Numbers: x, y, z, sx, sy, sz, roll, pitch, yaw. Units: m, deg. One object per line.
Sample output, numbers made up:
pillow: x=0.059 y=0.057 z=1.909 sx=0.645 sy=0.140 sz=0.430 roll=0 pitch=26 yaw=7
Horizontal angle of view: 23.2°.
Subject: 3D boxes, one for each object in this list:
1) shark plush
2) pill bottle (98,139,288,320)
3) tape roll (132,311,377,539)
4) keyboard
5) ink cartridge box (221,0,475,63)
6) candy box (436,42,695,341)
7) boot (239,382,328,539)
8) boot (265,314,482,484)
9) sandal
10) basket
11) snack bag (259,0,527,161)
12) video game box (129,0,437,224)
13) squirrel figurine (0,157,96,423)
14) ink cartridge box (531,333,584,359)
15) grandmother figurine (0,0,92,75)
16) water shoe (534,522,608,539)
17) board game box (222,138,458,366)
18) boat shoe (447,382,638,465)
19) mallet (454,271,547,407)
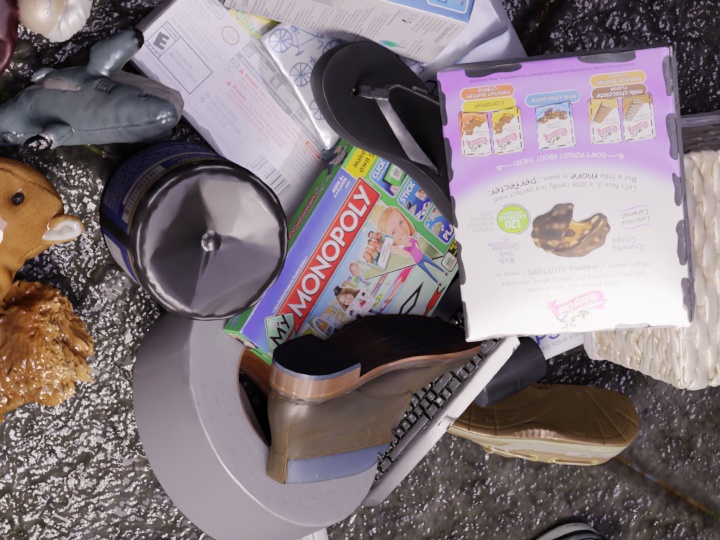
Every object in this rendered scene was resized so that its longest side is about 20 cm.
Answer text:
shark plush: x=-0.225 y=-0.117 z=1.281 sx=0.199 sy=0.083 sz=0.091 roll=-1 pitch=125 yaw=3
pill bottle: x=-0.129 y=-0.036 z=1.279 sx=0.111 sy=0.200 sz=0.112 roll=-3 pitch=102 yaw=-17
tape roll: x=-0.076 y=0.107 z=1.331 sx=0.066 sy=0.201 sz=0.200 roll=-27 pitch=114 yaw=35
keyboard: x=0.026 y=0.082 z=1.410 sx=0.127 sy=0.021 sz=0.200 roll=43 pitch=106 yaw=13
ink cartridge box: x=-0.022 y=-0.220 z=1.254 sx=0.199 sy=0.136 sz=0.077 roll=13 pitch=83 yaw=-8
candy box: x=0.152 y=-0.057 z=1.276 sx=0.167 sy=0.072 sz=0.201 roll=-4 pitch=99 yaw=13
boot: x=-0.103 y=0.175 z=1.376 sx=0.201 sy=0.073 sz=0.096 roll=59 pitch=37 yaw=-11
boot: x=0.005 y=0.093 z=1.297 sx=0.199 sy=0.075 sz=0.097 roll=-9 pitch=120 yaw=-41
sandal: x=0.046 y=-0.104 z=1.315 sx=0.200 sy=0.043 sz=0.076 roll=37 pitch=68 yaw=-28
basket: x=0.295 y=-0.022 z=1.404 sx=0.197 sy=0.161 sz=0.201 roll=-6 pitch=100 yaw=-19
snack bag: x=0.044 y=-0.146 z=1.366 sx=0.188 sy=0.021 sz=0.201 roll=-34 pitch=110 yaw=-11
video game box: x=-0.057 y=-0.163 z=1.362 sx=0.182 sy=0.047 sz=0.200 roll=-44 pitch=110 yaw=-4
squirrel figurine: x=-0.282 y=0.018 z=1.294 sx=0.187 sy=0.141 sz=0.200 roll=-46 pitch=124 yaw=-16
ink cartridge box: x=0.185 y=-0.045 z=1.467 sx=0.196 sy=0.043 sz=0.201 roll=-23 pitch=108 yaw=-13
grandmother figurine: x=-0.294 y=-0.182 z=1.276 sx=0.199 sy=0.061 sz=0.122 roll=-10 pitch=112 yaw=-14
water shoe: x=0.131 y=0.286 z=1.489 sx=0.200 sy=0.079 sz=0.072 roll=-37 pitch=109 yaw=-8
board game box: x=0.000 y=0.000 z=1.332 sx=0.134 sy=0.029 sz=0.201 roll=40 pitch=72 yaw=-28
boat shoe: x=0.127 y=0.126 z=1.459 sx=0.199 sy=0.067 sz=0.074 roll=13 pitch=56 yaw=-1
mallet: x=0.074 y=0.016 z=1.420 sx=0.066 sy=0.041 sz=0.200 roll=-34 pitch=91 yaw=-20
